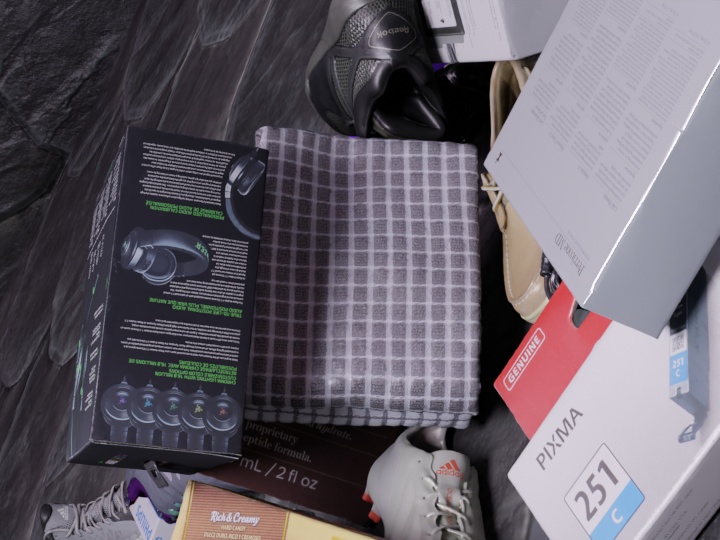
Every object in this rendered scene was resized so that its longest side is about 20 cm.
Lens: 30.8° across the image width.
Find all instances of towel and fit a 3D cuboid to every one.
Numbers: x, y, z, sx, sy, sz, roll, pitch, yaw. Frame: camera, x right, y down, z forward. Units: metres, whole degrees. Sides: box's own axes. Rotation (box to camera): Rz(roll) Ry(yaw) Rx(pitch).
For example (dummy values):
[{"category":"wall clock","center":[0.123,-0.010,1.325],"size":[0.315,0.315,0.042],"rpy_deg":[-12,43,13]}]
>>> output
[{"category":"towel","center":[0.000,0.000,0.874],"size":[0.086,0.163,0.202],"rpy_deg":[92,179,-69]}]

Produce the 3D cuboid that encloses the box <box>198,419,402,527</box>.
[{"category":"box","center":[-0.061,0.071,1.025],"size":[0.164,0.164,0.202],"rpy_deg":[-2,69,68]}]

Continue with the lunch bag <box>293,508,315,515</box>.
[{"category":"lunch bag","center":[-0.056,0.271,0.899],"size":[0.164,0.117,0.202],"rpy_deg":[8,75,61]}]

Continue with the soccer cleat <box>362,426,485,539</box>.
[{"category":"soccer cleat","center":[0.049,0.157,0.825],"size":[0.078,0.069,0.200],"rpy_deg":[-58,21,11]}]

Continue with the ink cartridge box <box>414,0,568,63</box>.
[{"category":"ink cartridge box","center":[0.104,-0.194,0.926],"size":[0.200,0.115,0.069],"rpy_deg":[-158,50,-69]}]

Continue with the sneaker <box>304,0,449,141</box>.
[{"category":"sneaker","center":[0.010,-0.125,0.980],"size":[0.200,0.075,0.115],"rpy_deg":[119,137,-69]}]

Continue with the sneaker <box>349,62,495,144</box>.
[{"category":"sneaker","center":[0.045,-0.122,1.079],"size":[0.200,0.069,0.101],"rpy_deg":[-42,36,50]}]

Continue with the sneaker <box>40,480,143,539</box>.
[{"category":"sneaker","center":[-0.298,0.278,1.474],"size":[0.200,0.114,0.076],"rpy_deg":[-53,26,36]}]

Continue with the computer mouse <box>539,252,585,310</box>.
[{"category":"computer mouse","center":[0.167,-0.066,0.769],"size":[0.140,0.046,0.203],"rpy_deg":[-10,70,57]}]

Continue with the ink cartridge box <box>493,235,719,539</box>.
[{"category":"ink cartridge box","center":[0.143,0.039,0.682],"size":[0.201,0.044,0.177],"rpy_deg":[-59,38,23]}]

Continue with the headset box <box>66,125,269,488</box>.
[{"category":"headset box","center":[-0.127,0.035,0.833],"size":[0.174,0.092,0.203],"rpy_deg":[143,133,-69]}]

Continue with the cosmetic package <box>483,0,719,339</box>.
[{"category":"cosmetic package","center":[0.139,-0.079,0.679],"size":[0.152,0.051,0.200],"rpy_deg":[-61,19,18]}]

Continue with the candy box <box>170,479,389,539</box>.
[{"category":"candy box","center":[-0.040,0.203,0.774],"size":[0.199,0.056,0.118],"rpy_deg":[8,78,42]}]

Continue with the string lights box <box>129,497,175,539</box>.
[{"category":"string lights box","center":[-0.162,0.175,1.317],"size":[0.202,0.058,0.103],"rpy_deg":[-67,24,4]}]

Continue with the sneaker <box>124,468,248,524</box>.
[{"category":"sneaker","center":[-0.145,0.196,1.212],"size":[0.199,0.074,0.089],"rpy_deg":[7,96,41]}]

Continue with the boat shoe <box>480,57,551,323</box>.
[{"category":"boat shoe","center":[0.109,-0.059,0.873],"size":[0.072,0.064,0.202],"rpy_deg":[-40,35,51]}]
